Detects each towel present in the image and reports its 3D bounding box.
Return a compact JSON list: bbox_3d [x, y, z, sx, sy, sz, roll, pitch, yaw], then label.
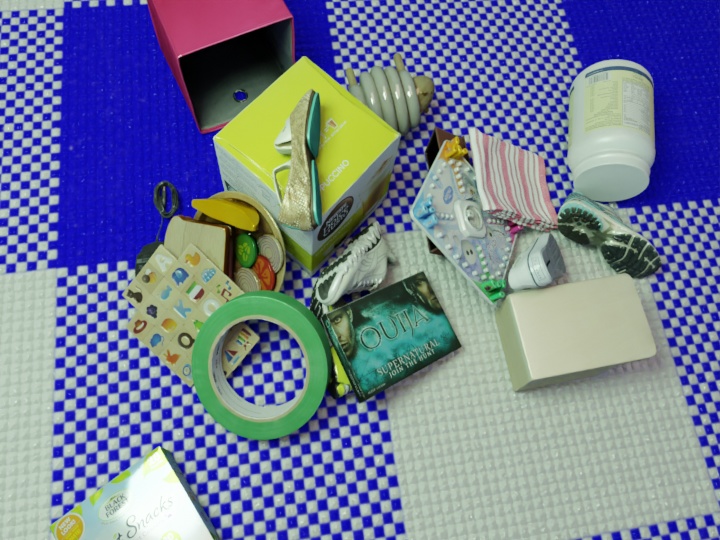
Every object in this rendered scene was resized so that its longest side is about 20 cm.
[{"bbox_3d":[0.259,-0.150,1.033,0.196,0.030,0.150,10,64,-39],"label":"towel"}]

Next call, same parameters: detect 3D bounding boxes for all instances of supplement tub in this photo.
[{"bbox_3d":[0.434,-0.240,1.072,0.141,0.146,0.205,10,69,-2],"label":"supplement tub"}]

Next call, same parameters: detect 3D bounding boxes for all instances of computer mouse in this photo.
[{"bbox_3d":[-0.320,-0.052,0.991,0.057,0.034,0.205,-4,64,11],"label":"computer mouse"}]

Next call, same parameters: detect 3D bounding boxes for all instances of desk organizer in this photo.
[{"bbox_3d":[0.144,-0.127,1.024,0.076,0.071,0.206,9,64,-41],"label":"desk organizer"}]

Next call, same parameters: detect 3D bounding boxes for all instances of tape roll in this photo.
[{"bbox_3d":[-0.139,0.133,0.877,0.194,0.048,0.207,1,98,5],"label":"tape roll"}]

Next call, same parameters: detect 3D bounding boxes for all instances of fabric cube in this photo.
[{"bbox_3d":[-0.233,-0.394,1.033,0.192,0.201,0.202,-25,72,-13],"label":"fabric cube"}]

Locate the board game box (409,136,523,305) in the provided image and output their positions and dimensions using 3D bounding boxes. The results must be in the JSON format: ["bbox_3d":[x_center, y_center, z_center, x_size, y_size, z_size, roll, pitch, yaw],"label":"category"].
[{"bbox_3d":[0.177,-0.083,0.965,0.200,0.026,0.202,45,46,-17],"label":"board game box"}]

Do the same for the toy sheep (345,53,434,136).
[{"bbox_3d":[0.034,-0.286,1.061,0.195,0.138,0.141,-18,71,4],"label":"toy sheep"}]

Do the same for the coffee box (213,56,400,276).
[{"bbox_3d":[-0.081,-0.155,0.959,0.199,0.199,0.200,40,71,10],"label":"coffee box"}]

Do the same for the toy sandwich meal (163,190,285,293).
[{"bbox_3d":[-0.203,-0.023,0.920,0.200,0.070,0.212,6,103,25],"label":"toy sandwich meal"}]

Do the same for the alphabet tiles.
[{"bbox_3d":[-0.249,0.067,0.907,0.199,0.006,0.167,42,101,-1],"label":"alphabet tiles"}]

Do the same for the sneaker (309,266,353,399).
[{"bbox_3d":[-0.027,0.092,0.952,0.079,0.074,0.205,-3,70,-25],"label":"sneaker"}]

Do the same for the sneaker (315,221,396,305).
[{"bbox_3d":[0.000,0.000,0.944,0.082,0.074,0.200,53,38,-10],"label":"sneaker"}]

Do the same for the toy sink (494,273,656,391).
[{"bbox_3d":[0.324,0.098,0.955,0.194,0.112,0.134,-11,71,-4],"label":"toy sink"}]

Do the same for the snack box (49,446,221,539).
[{"bbox_3d":[-0.281,0.370,0.815,0.167,0.068,0.201,-34,75,-16],"label":"snack box"}]

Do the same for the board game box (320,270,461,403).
[{"bbox_3d":[0.049,0.094,0.932,0.197,0.028,0.138,-22,80,-34],"label":"board game box"}]

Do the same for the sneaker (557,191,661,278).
[{"bbox_3d":[0.428,-0.069,1.047,0.198,0.078,0.087,34,45,-4],"label":"sneaker"}]

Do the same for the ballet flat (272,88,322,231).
[{"bbox_3d":[-0.085,-0.149,0.819,0.063,0.071,0.206,-4,68,8],"label":"ballet flat"}]

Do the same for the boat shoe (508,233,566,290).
[{"bbox_3d":[0.275,-0.012,0.976,0.066,0.199,0.075,-22,85,27],"label":"boat shoe"}]
